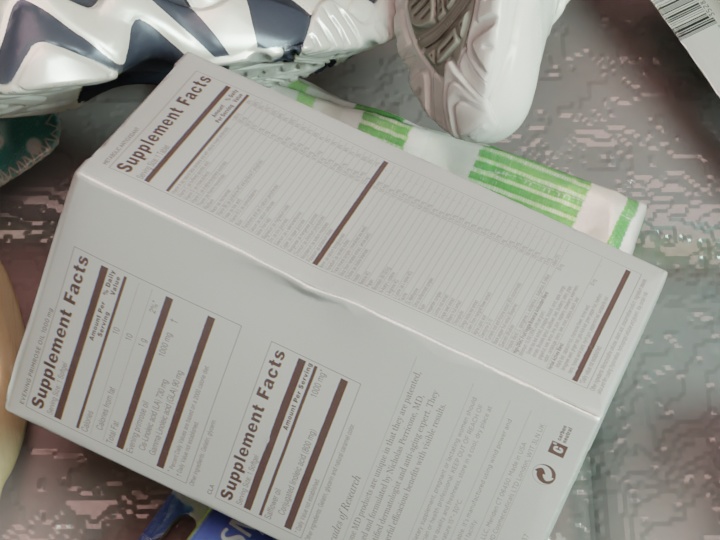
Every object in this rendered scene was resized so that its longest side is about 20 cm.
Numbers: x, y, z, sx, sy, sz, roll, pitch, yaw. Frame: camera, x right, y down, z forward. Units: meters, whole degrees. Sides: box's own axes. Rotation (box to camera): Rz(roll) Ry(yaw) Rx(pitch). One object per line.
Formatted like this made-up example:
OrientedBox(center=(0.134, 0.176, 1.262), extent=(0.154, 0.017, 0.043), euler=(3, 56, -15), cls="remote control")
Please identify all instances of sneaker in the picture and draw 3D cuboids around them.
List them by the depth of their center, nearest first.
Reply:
OrientedBox(center=(-0.074, -0.136, 1.068), extent=(0.199, 0.079, 0.130), euler=(-10, 86, -24), cls="sneaker")
OrientedBox(center=(0.075, -0.134, 1.085), extent=(0.099, 0.078, 0.200), euler=(22, 62, -27), cls="sneaker")

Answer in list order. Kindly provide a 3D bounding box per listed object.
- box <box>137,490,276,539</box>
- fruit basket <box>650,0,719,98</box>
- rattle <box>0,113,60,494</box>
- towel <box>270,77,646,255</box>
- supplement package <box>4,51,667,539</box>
OrientedBox(center=(-0.002, 0.147, 1.016), extent=(0.200, 0.048, 0.122), euler=(32, 66, 11), cls="box")
OrientedBox(center=(0.236, -0.087, 1.124), extent=(0.185, 0.094, 0.200), euler=(-30, 79, -15), cls="fruit basket")
OrientedBox(center=(-0.199, 0.009, 1.061), extent=(0.130, 0.143, 0.200), euler=(19, 58, -41), cls="rattle")
OrientedBox(center=(0.000, 0.000, 1.098), extent=(0.200, 0.023, 0.153), euler=(21, 66, 6), cls="towel")
OrientedBox(center=(-0.009, 0.025, 0.989), extent=(0.200, 0.110, 0.114), euler=(25, 32, 7), cls="supplement package")
